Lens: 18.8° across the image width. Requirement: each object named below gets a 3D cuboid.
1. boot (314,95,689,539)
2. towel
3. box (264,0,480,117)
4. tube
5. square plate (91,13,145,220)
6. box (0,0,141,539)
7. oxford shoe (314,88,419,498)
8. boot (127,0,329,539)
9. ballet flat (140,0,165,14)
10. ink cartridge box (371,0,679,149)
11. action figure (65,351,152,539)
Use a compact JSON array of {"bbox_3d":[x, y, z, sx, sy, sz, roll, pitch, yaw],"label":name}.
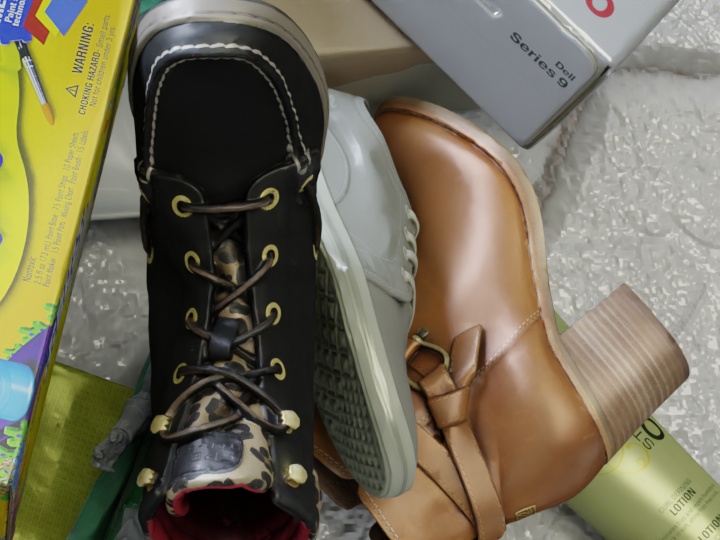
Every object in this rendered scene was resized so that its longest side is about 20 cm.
[{"bbox_3d":[0.024,0.028,0.946,0.155,0.077,0.200,-36,70,-13],"label":"boot"},{"bbox_3d":[-0.124,0.079,0.896,0.199,0.018,0.086,21,62,-14],"label":"towel"},{"bbox_3d":[0.012,-0.126,1.001,0.199,0.078,0.095,-8,72,-25],"label":"box"},{"bbox_3d":[0.108,0.082,0.977,0.200,0.052,0.058,45,26,8],"label":"tube"},{"bbox_3d":[-0.184,-0.104,0.937,0.199,0.028,0.199,-7,73,-25],"label":"square plate"},{"bbox_3d":[-0.192,-0.028,0.762,0.192,0.122,0.201,13,71,-6],"label":"box"},{"bbox_3d":[0.000,0.000,0.894,0.057,0.075,0.201,-4,54,-18],"label":"oxford shoe"},{"bbox_3d":[-0.048,0.014,0.775,0.073,0.200,0.151,1,57,-4],"label":"boot"},{"bbox_3d":[-0.123,-0.119,0.885,0.200,0.067,0.071,-37,130,-10],"label":"ballet flat"},{"bbox_3d":[0.093,-0.175,0.959,0.145,0.088,0.200,43,57,0],"label":"ink cartridge box"},{"bbox_3d":[-0.068,0.085,0.873,0.118,0.055,0.201,10,59,8],"label":"action figure"}]
